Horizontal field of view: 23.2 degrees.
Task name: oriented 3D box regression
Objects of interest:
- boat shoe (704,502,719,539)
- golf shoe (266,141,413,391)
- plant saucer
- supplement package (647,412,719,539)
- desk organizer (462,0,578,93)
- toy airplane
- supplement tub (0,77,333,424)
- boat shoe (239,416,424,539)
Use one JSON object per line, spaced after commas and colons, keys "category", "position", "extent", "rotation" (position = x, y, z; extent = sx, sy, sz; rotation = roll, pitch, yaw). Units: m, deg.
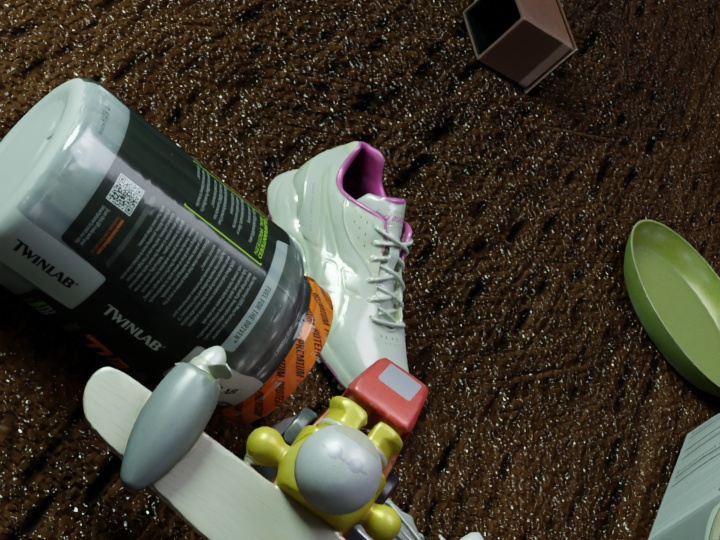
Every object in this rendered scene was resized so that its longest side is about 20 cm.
{"category": "boat shoe", "position": [0.283, 0.268, 1.307], "extent": [0.074, 0.068, 0.201], "rotation": [8, 64, -12]}
{"category": "golf shoe", "position": [0.000, 0.000, 1.202], "extent": [0.075, 0.091, 0.201], "rotation": [13, 48, -52]}
{"category": "plant saucer", "position": [0.312, 0.043, 1.679], "extent": [0.200, 0.031, 0.201], "rotation": [37, 31, -28]}
{"category": "supplement package", "position": [0.329, 0.191, 1.453], "extent": [0.114, 0.109, 0.200], "rotation": [50, 28, -3]}
{"category": "desk organizer", "position": [0.143, -0.283, 1.753], "extent": [0.077, 0.072, 0.201], "rotation": [24, 40, -38]}
{"category": "toy airplane", "position": [-0.035, 0.131, 0.907], "extent": [0.199, 0.141, 0.200], "rotation": [0, 59, -22]}
{"category": "supplement tub", "position": [-0.118, -0.005, 0.998], "extent": [0.200, 0.122, 0.123], "rotation": [39, 31, -24]}
{"category": "boat shoe", "position": [0.008, 0.171, 1.050], "extent": [0.200, 0.072, 0.066], "rotation": [44, 33, 1]}
